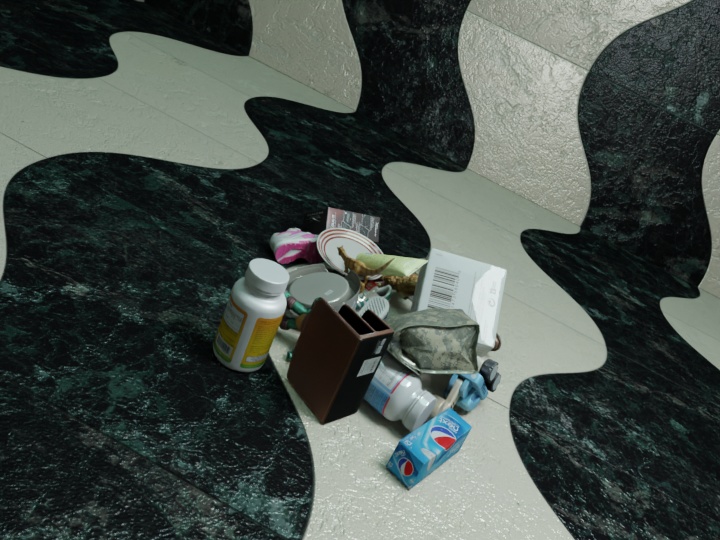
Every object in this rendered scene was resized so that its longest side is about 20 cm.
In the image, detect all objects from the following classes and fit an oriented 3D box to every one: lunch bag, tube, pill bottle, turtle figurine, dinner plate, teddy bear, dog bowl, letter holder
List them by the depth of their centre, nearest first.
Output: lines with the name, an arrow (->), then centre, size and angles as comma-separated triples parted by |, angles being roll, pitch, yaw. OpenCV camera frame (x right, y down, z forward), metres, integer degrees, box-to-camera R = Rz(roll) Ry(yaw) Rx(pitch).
pill bottle -> -0.207, 0.084, 1.257 | 0.109, 0.203, 0.112 | 20, 25, -10
letter holder -> -0.046, 0.163, 1.258 | 0.099, 0.203, 0.142 | -6, 38, -48
pill bottle -> 0.055, 0.232, 1.329 | 0.199, 0.111, 0.108 | 37, 27, 23
lunch bag -> 0.136, 0.146, 1.357 | 0.194, 0.121, 0.164 | 1, 7, -4
turtle figurine -> -0.115, 0.116, 1.365 | 0.197, 0.153, 0.100 | 26, 7, 25
dog bowl -> -0.094, 0.058, 1.504 | 0.194, 0.060, 0.202 | -3, 30, 2
tube -> 0.067, -0.011, 1.561 | 0.051, 0.059, 0.197 | 28, -15, -40
dinner plate -> -0.025, -0.039, 1.693 | 0.196, 0.025, 0.202 | 19, 36, -14
teddy bear -> 0.078, 0.024, 1.769 | 0.197, 0.068, 0.146 | 29, -17, 14

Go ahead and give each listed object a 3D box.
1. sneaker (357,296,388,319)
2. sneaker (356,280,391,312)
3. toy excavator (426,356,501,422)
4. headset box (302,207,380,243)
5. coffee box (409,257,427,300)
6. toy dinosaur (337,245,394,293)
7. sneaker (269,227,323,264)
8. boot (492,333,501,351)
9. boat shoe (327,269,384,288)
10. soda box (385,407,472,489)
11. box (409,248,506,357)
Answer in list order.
sneaker -> -0.003, 0.147, 1.490 | 0.078, 0.081, 0.199 | 31, 50, 28
sneaker -> -0.005, 0.063, 1.613 | 0.196, 0.095, 0.071 | 6, 30, -37
toy excavator -> 0.215, 0.268, 1.430 | 0.098, 0.202, 0.195 | 23, -19, 30
headset box -> -0.064, -0.124, 1.859 | 0.196, 0.080, 0.148 | 9, -7, -32
coffee box -> 0.200, 0.027, 1.891 | 0.114, 0.081, 0.198 | 39, 28, 27
toy dinosaur -> 0.000, 0.000, 1.550 | 0.060, 0.109, 0.198 | -29, 36, -32
sneaker -> -0.160, -0.075, 1.747 | 0.197, 0.083, 0.088 | 0, 36, -44
boot -> 0.247, 0.164, 1.690 | 0.184, 0.066, 0.197 | 28, 18, 38
boat shoe -> -0.033, 0.024, 1.693 | 0.195, 0.072, 0.071 | 15, 27, -19
soda box -> 0.135, 0.338, 1.251 | 0.064, 0.069, 0.198 | 37, 27, 25
box -> 0.225, 0.090, 1.566 | 0.195, 0.172, 0.204 | 15, 69, -1
